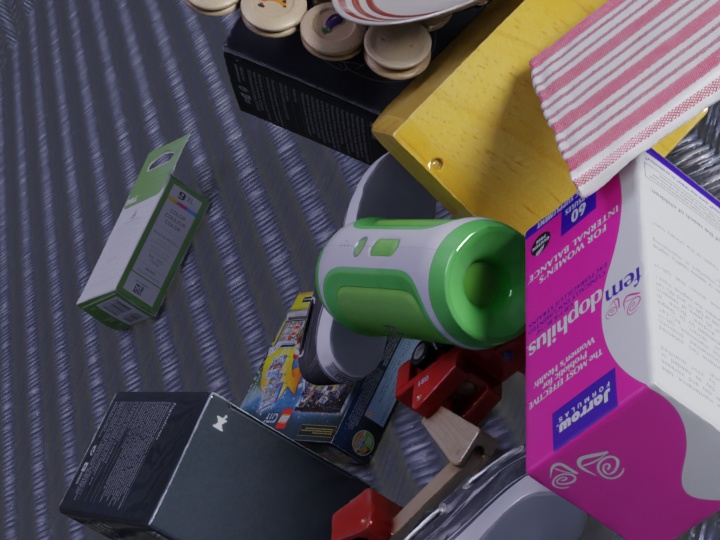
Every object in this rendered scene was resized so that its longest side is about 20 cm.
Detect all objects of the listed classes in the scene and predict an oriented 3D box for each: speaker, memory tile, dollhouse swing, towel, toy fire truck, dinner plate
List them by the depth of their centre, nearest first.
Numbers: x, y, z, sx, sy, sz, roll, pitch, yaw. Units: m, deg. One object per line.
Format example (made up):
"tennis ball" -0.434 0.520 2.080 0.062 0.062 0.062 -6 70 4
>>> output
"towel" 0.176 -0.126 1.124 0.146 0.030 0.201 -37 23 15
"speaker" 0.042 0.006 1.244 0.089 0.088 0.200 -62 23 -11
"toy fire truck" 0.064 0.101 1.252 0.200 0.049 0.142 -39 29 36
"dollhouse swing" 0.124 -0.114 1.317 0.200 0.182 0.176 -45 -6 -6
"dinner plate" 0.073 -0.224 1.325 0.198 0.024 0.201 -20 30 12
"memory tile" -0.023 -0.222 1.390 0.017 0.198 0.154 93 -160 -55

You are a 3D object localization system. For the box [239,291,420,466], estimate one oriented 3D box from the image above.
"box" -0.024 0.082 1.475 0.199 0.038 0.138 -6 55 63

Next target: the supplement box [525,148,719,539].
"supplement box" 0.161 0.041 1.061 0.101 0.103 0.201 -40 29 33

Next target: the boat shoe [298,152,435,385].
"boat shoe" 0.000 0.000 1.407 0.066 0.070 0.202 -23 45 50

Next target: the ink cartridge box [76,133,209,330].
"ink cartridge box" -0.225 -0.040 2.027 0.104 0.059 0.202 -18 44 57

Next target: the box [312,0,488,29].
"box" 0.023 -0.285 1.452 0.021 0.162 0.202 80 173 -72

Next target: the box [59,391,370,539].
"box" -0.112 0.171 1.398 0.199 0.148 0.108 -9 52 62

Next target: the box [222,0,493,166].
"box" 0.023 -0.198 1.498 0.201 0.195 0.124 -63 -13 -15

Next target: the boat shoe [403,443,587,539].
"boat shoe" 0.054 0.178 1.143 0.200 0.071 0.068 -46 27 20
